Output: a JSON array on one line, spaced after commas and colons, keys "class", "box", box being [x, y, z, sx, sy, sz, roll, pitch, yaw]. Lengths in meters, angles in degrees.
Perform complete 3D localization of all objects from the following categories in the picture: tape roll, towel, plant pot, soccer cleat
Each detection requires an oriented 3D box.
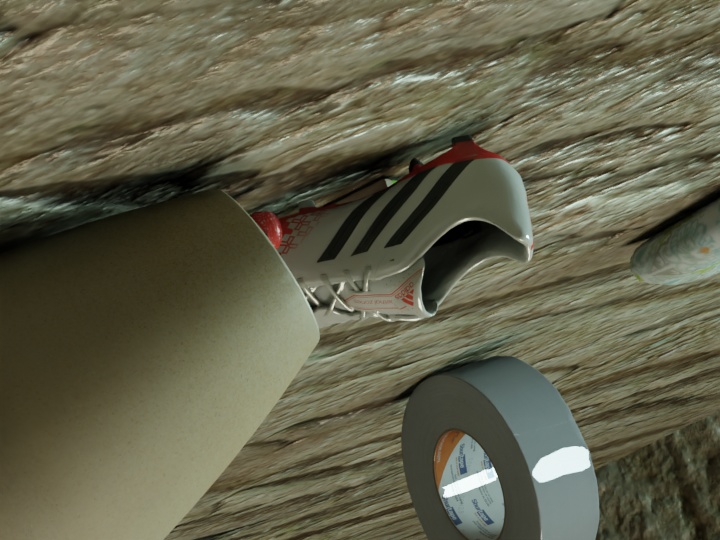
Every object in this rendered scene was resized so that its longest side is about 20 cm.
[{"class": "tape roll", "box": [0.118, 0.176, 2.458, 0.066, 0.201, 0.200, -17, 169, -31]}, {"class": "towel", "box": [0.324, -0.044, 2.165, 0.200, 0.048, 0.171, -14, 167, -37]}, {"class": "plant pot", "box": [-0.126, 0.053, 1.412, 0.200, 0.188, 0.187, -34, 173, -11]}, {"class": "soccer cleat", "box": [0.000, 0.000, 1.552, 0.199, 0.085, 0.069, -25, 139, 1]}]

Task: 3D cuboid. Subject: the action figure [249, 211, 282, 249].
[{"class": "action figure", "box": [-0.131, 0.016, 1.517, 0.200, 0.052, 0.065, -26, 166, 12]}]

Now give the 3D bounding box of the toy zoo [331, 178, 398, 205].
[{"class": "toy zoo", "box": [0.006, -0.016, 1.706, 0.131, 0.021, 0.200, -26, 169, 22]}]
